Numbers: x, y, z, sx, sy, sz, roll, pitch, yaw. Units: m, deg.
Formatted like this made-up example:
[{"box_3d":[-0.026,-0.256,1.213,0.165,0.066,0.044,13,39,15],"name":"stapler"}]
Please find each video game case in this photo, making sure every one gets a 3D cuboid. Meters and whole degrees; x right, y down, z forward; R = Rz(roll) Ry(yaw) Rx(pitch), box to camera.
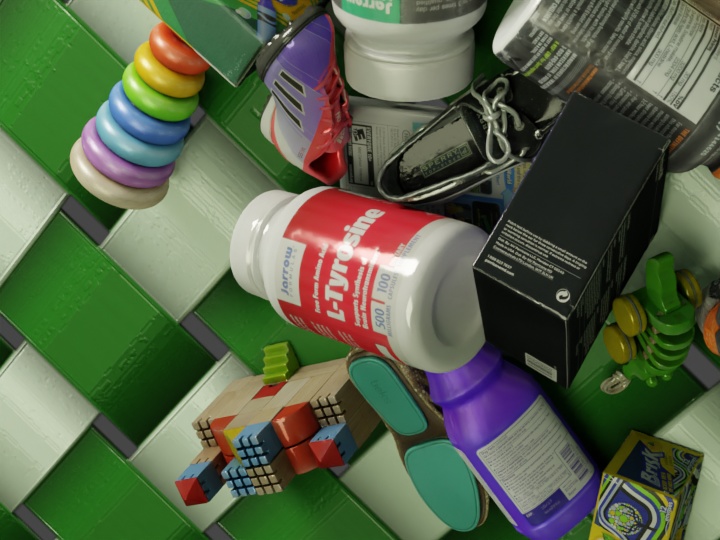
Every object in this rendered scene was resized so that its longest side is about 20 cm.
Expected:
[{"box_3d":[0.071,-0.031,1.496,0.181,0.024,0.201,9,120,23],"name":"video game case"}]

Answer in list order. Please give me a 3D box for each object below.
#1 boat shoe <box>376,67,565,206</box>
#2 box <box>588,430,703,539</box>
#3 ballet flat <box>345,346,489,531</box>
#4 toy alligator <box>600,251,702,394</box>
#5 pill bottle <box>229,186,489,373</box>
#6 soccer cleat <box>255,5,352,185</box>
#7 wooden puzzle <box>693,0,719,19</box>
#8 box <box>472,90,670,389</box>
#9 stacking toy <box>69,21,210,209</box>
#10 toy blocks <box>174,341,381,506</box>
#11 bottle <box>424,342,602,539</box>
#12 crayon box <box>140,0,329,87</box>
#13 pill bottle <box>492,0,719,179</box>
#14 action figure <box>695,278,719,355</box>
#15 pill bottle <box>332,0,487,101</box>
[{"box_3d":[0.097,-0.107,1.388,0.198,0.068,0.074,-25,85,24],"name":"boat shoe"},{"box_3d":[0.216,0.233,1.536,0.064,0.070,0.201,19,124,20],"name":"box"},{"box_3d":[0.056,0.121,1.558,0.070,0.065,0.201,-11,122,29],"name":"ballet flat"},{"box_3d":[0.215,0.057,1.410,0.054,0.059,0.200,60,162,27],"name":"toy alligator"},{"box_3d":[0.000,0.000,1.450,0.199,0.112,0.113,17,125,39],"name":"pill bottle"},{"box_3d":[-0.033,-0.127,1.407,0.073,0.068,0.200,48,164,12],"name":"soccer cleat"},{"box_3d":[0.295,-0.226,1.257,0.199,0.037,0.186,27,126,12],"name":"wooden puzzle"},{"box_3d":[0.146,-0.016,1.329,0.079,0.142,0.200,31,169,14],"name":"box"},{"box_3d":[-0.158,-0.146,1.519,0.085,0.085,0.201,35,124,6],"name":"stacking toy"},{"box_3d":[-0.069,0.134,1.590,0.199,0.137,0.100,-13,110,32],"name":"toy blocks"},{"box_3d":[0.109,0.118,1.508,0.200,0.083,0.065,53,169,-17],"name":"bottle"},{"box_3d":[-0.126,-0.239,1.417,0.200,0.126,0.052,41,127,1],"name":"crayon box"},{"box_3d":[0.197,-0.137,1.305,0.199,0.106,0.106,33,128,-8],"name":"pill bottle"},{"box_3d":[0.300,0.022,1.341,0.193,0.104,0.201,6,118,58],"name":"action figure"},{"box_3d":[0.034,-0.228,1.346,0.112,0.113,0.201,11,121,22],"name":"pill bottle"}]
